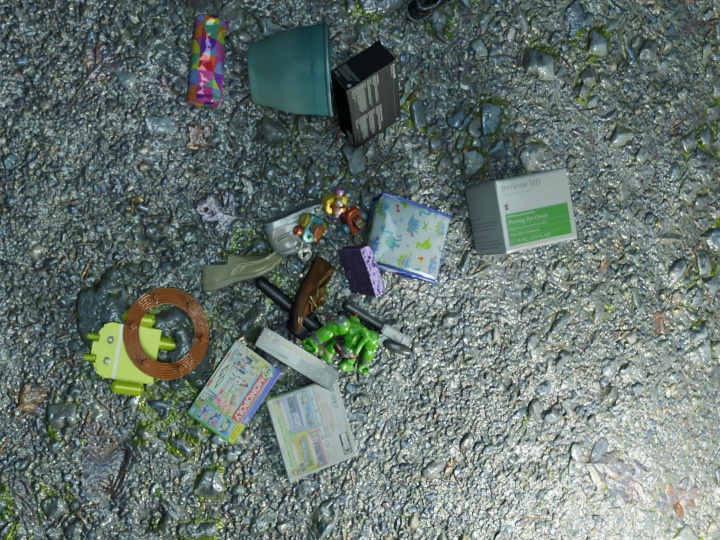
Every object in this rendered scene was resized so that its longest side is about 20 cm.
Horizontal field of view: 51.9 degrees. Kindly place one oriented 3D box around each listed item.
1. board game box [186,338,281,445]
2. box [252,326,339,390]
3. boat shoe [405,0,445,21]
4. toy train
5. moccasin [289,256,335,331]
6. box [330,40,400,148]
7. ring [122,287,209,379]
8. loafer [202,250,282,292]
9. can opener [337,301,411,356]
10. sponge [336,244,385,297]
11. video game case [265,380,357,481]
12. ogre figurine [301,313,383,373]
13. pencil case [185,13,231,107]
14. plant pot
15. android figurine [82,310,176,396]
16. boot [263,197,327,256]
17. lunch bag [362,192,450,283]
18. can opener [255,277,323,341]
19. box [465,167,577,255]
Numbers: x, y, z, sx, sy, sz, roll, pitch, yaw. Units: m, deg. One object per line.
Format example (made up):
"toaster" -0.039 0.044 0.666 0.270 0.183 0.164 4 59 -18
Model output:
"board game box" -0.293 0.281 1.722 0.133 0.029 0.202 36 82 -12
"box" -0.150 0.198 1.681 0.197 0.158 0.049 32 79 -6
"boat shoe" 0.200 -0.683 1.805 0.199 0.091 0.071 -42 100 -10
"toy train" -0.062 -0.101 1.716 0.198 0.055 0.153 -35 134 -22
"moccasin" -0.108 0.059 1.707 0.076 0.075 0.204 24 44 -1
"box" 0.016 -0.400 1.703 0.139 0.201 0.079 -32 63 -11
"ring" -0.431 0.140 1.656 0.196 0.019 0.207 7 76 -30
"loafer" -0.274 -0.010 1.691 0.195 0.076 0.070 -20 96 -5
"can opener" 0.039 0.143 1.787 0.197 0.067 0.054 32 83 -13
"sponge" 0.000 0.000 1.707 0.029 0.199 0.115 -21 96 -15
"video game case" -0.116 0.376 1.773 0.177 0.022 0.206 -17 96 -14
"ogre figurine" -0.029 0.171 1.729 0.198 0.099 0.120 37 112 -17
"pencil case" -0.344 -0.473 1.671 0.086 0.088 0.207 7 91 -14
"plant pot" -0.158 -0.448 1.670 0.182 0.200 0.207 -3 91 0
"android figurine" -0.516 0.183 1.657 0.194 0.041 0.188 12 88 -16
"boot" -0.128 -0.102 1.748 0.195 0.074 0.098 -22 109 -11
"lunch bag" 0.108 -0.075 1.771 0.194 0.127 0.175 14 87 -10
"can opener" -0.168 0.085 1.734 0.200 0.063 0.079 43 79 -11
"box" 0.388 -0.141 1.806 0.193 0.200 0.177 -11 92 -13
